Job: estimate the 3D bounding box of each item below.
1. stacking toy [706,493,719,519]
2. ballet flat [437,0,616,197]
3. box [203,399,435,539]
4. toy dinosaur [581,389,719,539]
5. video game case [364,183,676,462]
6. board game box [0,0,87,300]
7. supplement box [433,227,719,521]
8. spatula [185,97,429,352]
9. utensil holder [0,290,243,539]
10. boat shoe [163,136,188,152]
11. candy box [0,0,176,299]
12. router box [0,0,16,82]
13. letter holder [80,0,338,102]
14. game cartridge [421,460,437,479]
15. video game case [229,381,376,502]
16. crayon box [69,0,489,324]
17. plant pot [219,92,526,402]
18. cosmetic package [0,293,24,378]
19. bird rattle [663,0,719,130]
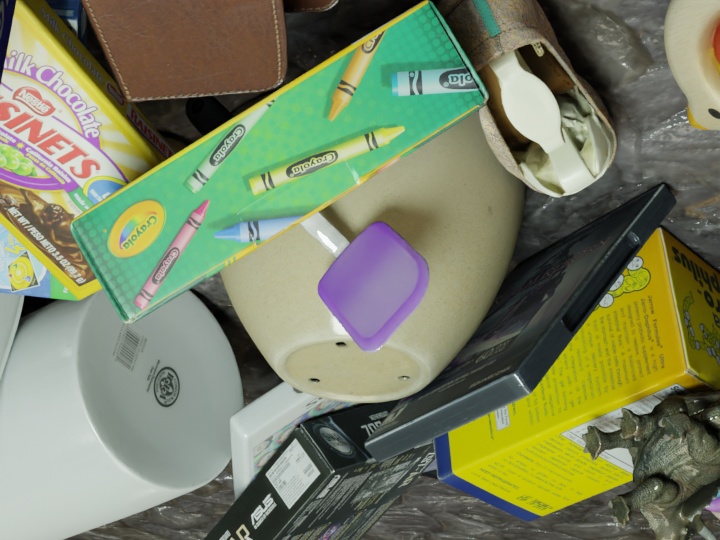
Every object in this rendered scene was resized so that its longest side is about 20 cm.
[{"bbox_3d":[0.239,0.125,1.201,0.199,0.086,0.085,28,145,-25],"label":"stacking toy"},{"bbox_3d":[0.096,-0.079,0.818,0.068,0.068,0.200,-33,142,12],"label":"ballet flat"},{"bbox_3d":[-0.036,0.179,1.147,0.160,0.044,0.200,-10,145,-52],"label":"box"},{"bbox_3d":[0.204,0.104,0.941,0.101,0.077,0.201,-6,139,-31],"label":"toy dinosaur"},{"bbox_3d":[0.098,0.031,0.926,0.019,0.200,0.143,50,139,-7],"label":"video game case"},{"bbox_3d":[-0.220,-0.072,0.854,0.134,0.035,0.201,5,133,-3],"label":"board game box"},{"bbox_3d":[0.155,0.075,1.039,0.199,0.110,0.108,-28,140,31],"label":"supplement box"},{"bbox_3d":[-0.035,-0.037,0.838,0.057,0.200,0.021,-46,154,4],"label":"spatula"},{"bbox_3d":[-0.206,0.106,1.115,0.199,0.172,0.169,-22,143,37],"label":"utensil holder"},{"bbox_3d":[-0.190,-0.031,0.962,0.198,0.066,0.072,-9,150,23],"label":"boat shoe"},{"bbox_3d":[-0.169,-0.071,0.810,0.102,0.027,0.200,-26,129,17],"label":"candy box"},{"bbox_3d":[-0.246,-0.113,0.674,0.177,0.202,0.049,5,153,-5],"label":"router box"},{"bbox_3d":[-0.052,-0.171,0.645,0.140,0.102,0.201,-2,152,7],"label":"letter holder"},{"bbox_3d":[0.128,0.151,1.267,0.129,0.039,0.199,-24,151,35],"label":"game cartridge"},{"bbox_3d":[-0.014,0.103,1.121,0.181,0.024,0.200,-32,159,-18],"label":"video game case"},{"bbox_3d":[-0.039,-0.053,0.761,0.199,0.059,0.119,-32,-176,1],"label":"crayon box"},{"bbox_3d":[0.000,0.000,0.922,0.198,0.136,0.201,3,153,2],"label":"plant pot"},{"bbox_3d":[-0.365,0.055,1.022,0.164,0.166,0.200,-19,138,38],"label":"cosmetic package"},{"bbox_3d":[0.224,-0.104,0.741,0.162,0.114,0.200,10,153,25],"label":"bird rattle"}]
